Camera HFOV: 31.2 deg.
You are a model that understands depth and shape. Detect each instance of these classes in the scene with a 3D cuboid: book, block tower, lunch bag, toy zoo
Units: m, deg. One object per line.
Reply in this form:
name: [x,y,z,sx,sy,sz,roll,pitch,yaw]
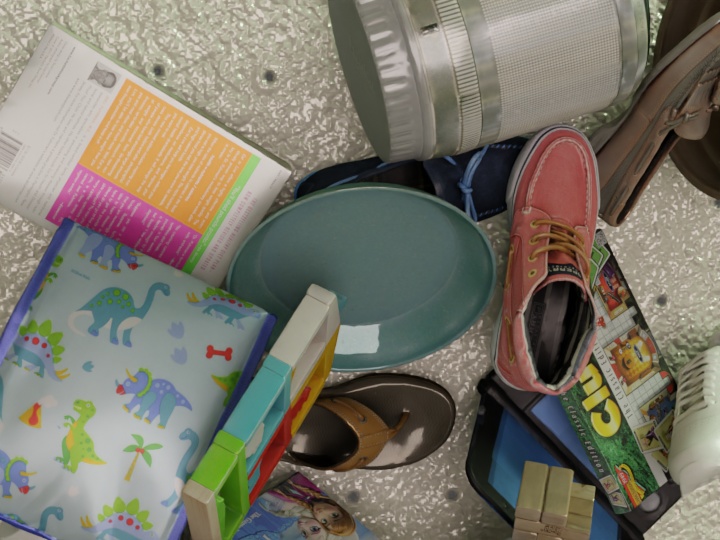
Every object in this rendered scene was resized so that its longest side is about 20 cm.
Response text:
book: [-0.170,-0.072,0.944,0.200,0.048,0.134,31,97,-14]
block tower: [0.130,0.239,0.939,0.054,0.058,0.200,10,121,11]
lunch bag: [-0.175,0.095,0.897,0.170,0.127,0.200,24,65,-4]
toy zoo: [-0.059,0.095,0.894,0.020,0.131,0.200,26,62,11]

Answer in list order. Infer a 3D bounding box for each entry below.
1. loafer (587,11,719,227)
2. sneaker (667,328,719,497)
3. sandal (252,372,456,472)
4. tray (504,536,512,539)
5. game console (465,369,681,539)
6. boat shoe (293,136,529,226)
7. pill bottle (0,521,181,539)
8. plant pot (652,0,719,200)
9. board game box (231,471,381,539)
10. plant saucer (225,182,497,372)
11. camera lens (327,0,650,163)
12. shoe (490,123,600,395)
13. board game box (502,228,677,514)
loafer: [0.229,-0.109,0.948,0.072,0.200,0.063,-18,68,-40]
sneaker: [0.272,0.108,0.998,0.076,0.200,0.081,-32,88,31]
sandal: [-0.023,0.120,0.998,0.200,0.055,0.082,7,105,-12]
tray: [0.160,0.293,1.007,0.200,0.022,0.107,44,129,-2]
game console: [0.191,0.149,1.016,0.171,0.118,0.200,-44,106,0]
boat shoe: [0.053,-0.054,0.975,0.200,0.069,0.084,-16,103,-7]
pill bottle: [-0.175,0.241,0.967,0.111,0.111,0.200,-39,105,-2]
plant pot: [0.349,-0.149,0.967,0.173,0.200,0.200,-1,101,-27]
board game box: [-0.035,0.256,0.916,0.199,0.200,0.043,37,124,18]
plant saucer: [0.000,0.000,0.953,0.200,0.036,0.200,-4,137,-4]
camera lens: [0.092,-0.173,0.913,0.200,0.160,0.160,-18,103,-7]
shoe: [0.142,-0.009,0.926,0.071,0.091,0.200,10,89,-9]
board game box: [0.194,0.077,1.012,0.105,0.023,0.200,-30,95,-31]
